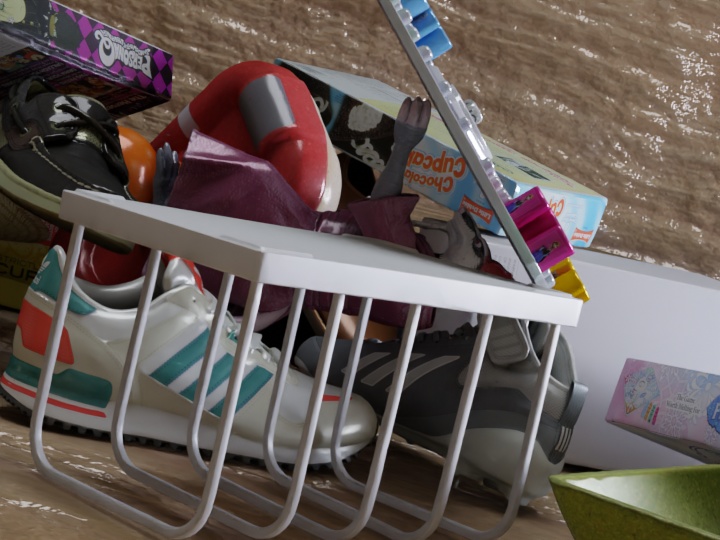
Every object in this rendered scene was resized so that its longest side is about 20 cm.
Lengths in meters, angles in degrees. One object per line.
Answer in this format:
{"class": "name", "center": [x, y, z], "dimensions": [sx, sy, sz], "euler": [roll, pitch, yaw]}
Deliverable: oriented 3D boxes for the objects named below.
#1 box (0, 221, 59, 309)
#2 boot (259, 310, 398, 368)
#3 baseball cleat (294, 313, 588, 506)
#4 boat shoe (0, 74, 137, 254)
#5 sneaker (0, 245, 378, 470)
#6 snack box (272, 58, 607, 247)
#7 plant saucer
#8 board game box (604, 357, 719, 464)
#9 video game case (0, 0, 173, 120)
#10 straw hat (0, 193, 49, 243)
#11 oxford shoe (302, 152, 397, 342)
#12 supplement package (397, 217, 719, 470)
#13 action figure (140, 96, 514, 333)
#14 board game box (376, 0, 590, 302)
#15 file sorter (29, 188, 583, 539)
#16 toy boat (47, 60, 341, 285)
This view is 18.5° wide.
{"class": "box", "center": [-0.210, -0.013, 1.411], "dimensions": [0.198, 0.076, 0.050], "euler": [15, 6, 7]}
{"class": "boot", "center": [-0.035, 0.017, 1.458], "dimensions": [0.200, 0.073, 0.151], "euler": [49, 16, -26]}
{"class": "baseball cleat", "center": [0.048, 0.053, 1.193], "dimensions": [0.199, 0.107, 0.070], "euler": [25, -1, 43]}
{"class": "boat shoe", "center": [-0.161, -0.064, 1.178], "dimensions": [0.071, 0.066, 0.201], "euler": [29, 1, -29]}
{"class": "sneaker", "center": [-0.077, 0.040, 1.102], "dimensions": [0.198, 0.094, 0.070], "euler": [11, 6, -18]}
{"class": "snack box", "center": [0.045, -0.074, 1.379], "dimensions": [0.199, 0.037, 0.116], "euler": [30, 14, 32]}
{"class": "plant saucer", "center": [0.209, 0.141, 1.003], "dimensions": [0.198, 0.048, 0.199], "euler": [17, 8, 34]}
{"class": "board game box", "center": [0.263, 0.107, 1.189], "dimensions": [0.199, 0.044, 0.199], "euler": [23, -6, -22]}
{"class": "video game case", "center": [-0.242, -0.117, 1.302], "dimensions": [0.199, 0.036, 0.181], "euler": [-15, -25, 40]}
{"class": "straw hat", "center": [-0.288, -0.029, 1.278], "dimensions": [0.200, 0.086, 0.201], "euler": [23, -15, 7]}
{"class": "oxford shoe", "center": [0.000, 0.000, 1.353], "dimensions": [0.071, 0.071, 0.201], "euler": [41, 24, -46]}
{"class": "supplement package", "center": [0.133, 0.051, 1.334], "dimensions": [0.198, 0.121, 0.121], "euler": [11, 5, -17]}
{"class": "action figure", "center": [-0.018, -0.004, 1.158], "dimensions": [0.198, 0.150, 0.134], "euler": [11, -25, 12]}
{"class": "board game box", "center": [0.056, -0.075, 1.122], "dimensions": [0.026, 0.201, 0.200], "euler": [-28, -11, 3]}
{"class": "file sorter", "center": [-0.027, 0.048, 0.985], "dimensions": [0.199, 0.126, 0.138], "euler": [8, 7, -44]}
{"class": "toy boat", "center": [-0.116, -0.042, 1.283], "dimensions": [0.130, 0.200, 0.131], "euler": [27, 30, -43]}
